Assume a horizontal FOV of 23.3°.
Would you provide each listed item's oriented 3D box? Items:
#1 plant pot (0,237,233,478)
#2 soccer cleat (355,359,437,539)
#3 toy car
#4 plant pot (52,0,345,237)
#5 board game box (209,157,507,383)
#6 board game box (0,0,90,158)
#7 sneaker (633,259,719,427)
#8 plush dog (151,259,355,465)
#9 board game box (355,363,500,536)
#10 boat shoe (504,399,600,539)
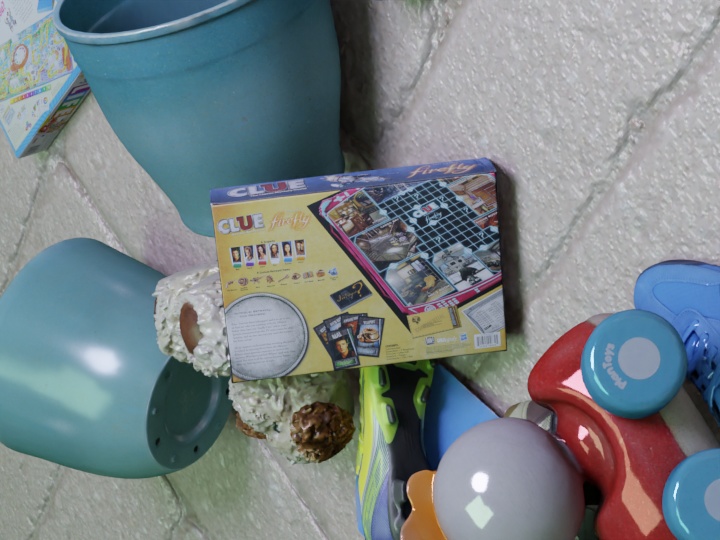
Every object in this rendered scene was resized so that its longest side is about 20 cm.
[{"bbox_3d":[-0.204,0.089,1.518,0.160,0.200,0.202,18,122,30],"label":"plant pot"},{"bbox_3d":[0.018,0.119,1.314,0.083,0.064,0.202,-21,70,52],"label":"soccer cleat"},{"bbox_3d":[0.123,0.143,1.072,0.178,0.199,0.184,60,175,10],"label":"toy car"},{"bbox_3d":[-0.101,-0.136,1.283,0.199,0.200,0.189,17,134,46],"label":"plant pot"},{"bbox_3d":[0.000,0.000,1.223,0.035,0.198,0.137,-104,9,-69],"label":"board game box"},{"bbox_3d":[-0.301,-0.209,1.612,0.200,0.034,0.135,-38,77,52],"label":"board game box"},{"bbox_3d":[0.230,0.060,1.053,0.200,0.078,0.066,40,136,35],"label":"sneaker"},{"bbox_3d":[-0.061,0.069,1.366,0.173,0.159,0.200,69,165,-8],"label":"plush dog"},{"bbox_3d":[0.077,0.170,1.319,0.200,0.039,0.159,41,116,42],"label":"board game box"},{"bbox_3d":[0.153,0.174,1.182,0.066,0.071,0.203,-33,61,35],"label":"boat shoe"}]
